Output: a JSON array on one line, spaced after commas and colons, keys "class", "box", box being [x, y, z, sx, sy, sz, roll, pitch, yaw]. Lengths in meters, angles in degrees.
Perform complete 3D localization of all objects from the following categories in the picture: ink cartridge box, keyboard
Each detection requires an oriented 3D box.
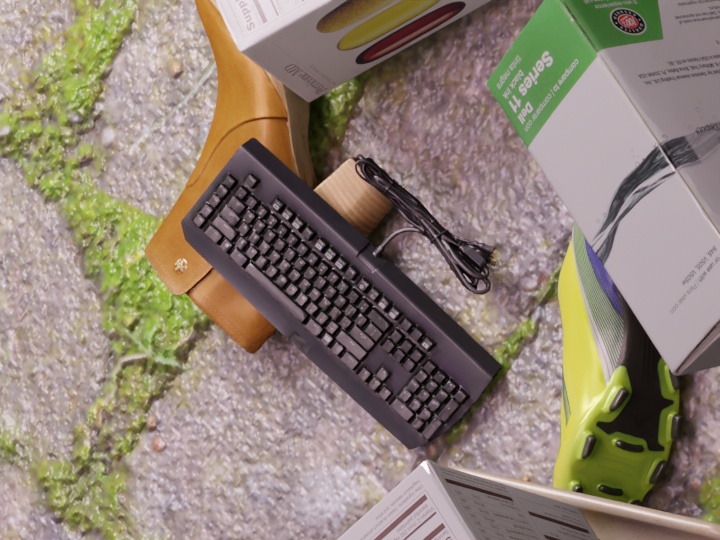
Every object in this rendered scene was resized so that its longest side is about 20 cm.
[{"class": "ink cartridge box", "box": [0.182, -0.054, 1.564, 0.200, 0.147, 0.083, 59, 136, 24]}, {"class": "keyboard", "box": [0.000, 0.000, 1.720, 0.200, 0.021, 0.127, 42, 110, 6]}]

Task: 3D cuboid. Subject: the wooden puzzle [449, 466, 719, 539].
[{"class": "wooden puzzle", "box": [0.095, 0.214, 1.541, 0.185, 0.046, 0.200, 10, 90, 33]}]

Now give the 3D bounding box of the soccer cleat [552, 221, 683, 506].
[{"class": "soccer cleat", "box": [0.138, 0.047, 1.653, 0.084, 0.065, 0.200, 18, 101, 63]}]

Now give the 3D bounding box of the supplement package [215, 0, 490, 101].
[{"class": "supplement package", "box": [0.016, -0.200, 1.690, 0.200, 0.114, 0.110, -29, 69, 13]}]

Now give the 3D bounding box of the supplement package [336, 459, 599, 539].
[{"class": "supplement package", "box": [0.028, 0.208, 1.467, 0.200, 0.156, 0.111, -43, 59, 18]}]

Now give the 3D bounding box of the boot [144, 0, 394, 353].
[{"class": "boot", "box": [-0.082, -0.063, 1.787, 0.144, 0.071, 0.201, -42, 71, 16]}]
